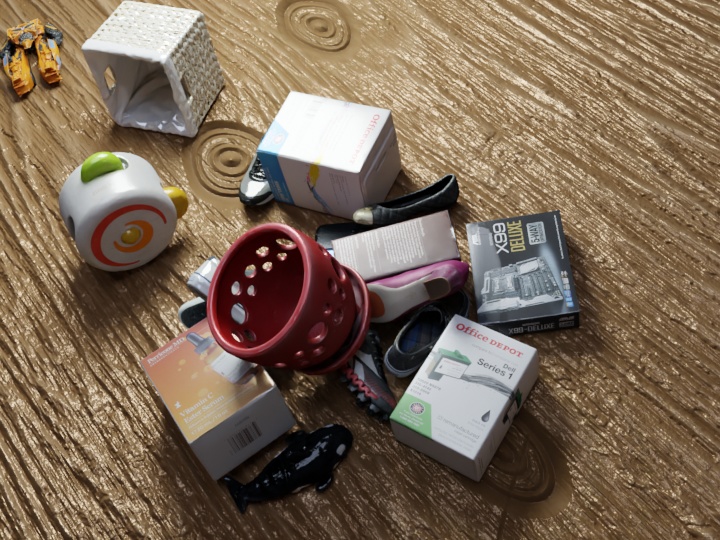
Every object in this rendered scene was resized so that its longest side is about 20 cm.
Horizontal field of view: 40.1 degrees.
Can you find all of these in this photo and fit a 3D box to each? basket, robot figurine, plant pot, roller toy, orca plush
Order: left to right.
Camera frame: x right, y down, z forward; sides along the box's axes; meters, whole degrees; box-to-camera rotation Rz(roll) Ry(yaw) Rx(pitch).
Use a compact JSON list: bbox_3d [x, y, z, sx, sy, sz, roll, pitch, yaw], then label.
[{"bbox_3d":[-0.703,-0.464,2.113,0.144,0.058,0.201,-21,54,-4],"label":"robot figurine"},{"bbox_3d":[-0.417,-0.096,1.718,0.183,0.199,0.140,-50,52,19],"label":"roller toy"},{"bbox_3d":[-0.396,-0.392,1.914,0.198,0.199,0.162,12,54,20],"label":"basket"},{"bbox_3d":[-0.107,0.276,1.453,0.198,0.071,0.106,-17,53,1],"label":"orca plush"},{"bbox_3d":[-0.098,0.054,1.454,0.199,0.182,0.202,-15,61,30],"label":"plant pot"}]

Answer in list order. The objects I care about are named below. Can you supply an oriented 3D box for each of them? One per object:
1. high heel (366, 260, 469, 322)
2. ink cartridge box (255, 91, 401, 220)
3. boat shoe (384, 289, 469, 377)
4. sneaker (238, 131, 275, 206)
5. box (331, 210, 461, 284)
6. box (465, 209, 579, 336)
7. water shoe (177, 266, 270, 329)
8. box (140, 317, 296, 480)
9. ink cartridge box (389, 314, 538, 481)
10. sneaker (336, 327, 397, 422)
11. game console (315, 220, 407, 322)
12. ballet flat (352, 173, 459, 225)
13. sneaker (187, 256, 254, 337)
[{"bbox_3d":[0.074,0.032,1.536,0.198,0.068,0.096,-10,11,31],"label":"high heel"},{"bbox_3d":[-0.050,-0.197,1.728,0.198,0.145,0.148,15,60,22],"label":"ink cartridge box"},{"bbox_3d":[0.109,0.082,1.521,0.070,0.066,0.200,42,55,15],"label":"boat shoe"},{"bbox_3d":[-0.169,-0.203,1.801,0.073,0.080,0.201,16,61,20],"label":"sneaker"},{"bbox_3d":[0.060,-0.016,1.587,0.198,0.075,0.101,-15,52,6],"label":"box"},{"bbox_3d":[0.257,0.005,1.578,0.156,0.050,0.201,-7,54,8],"label":"box"},{"bbox_3d":[-0.207,0.047,1.652,0.198,0.072,0.079,-16,30,-2],"label":"water shoe"},{"bbox_3d":[-0.218,0.186,1.503,0.152,0.107,0.200,-34,47,-12],"label":"box"},{"bbox_3d":[0.156,0.183,1.454,0.145,0.085,0.201,23,63,25],"label":"ink cartridge box"},{"bbox_3d":[0.006,0.144,1.522,0.098,0.071,0.201,-35,54,-10],"label":"sneaker"},{"bbox_3d":[0.000,0.000,1.651,0.175,0.031,0.201,-1,55,11],"label":"game console"},{"bbox_3d":[0.076,-0.118,1.674,0.198,0.057,0.066,-17,30,-20],"label":"ballet flat"},{"bbox_3d":[-0.179,0.055,1.572,0.200,0.073,0.071,40,74,-13],"label":"sneaker"}]
